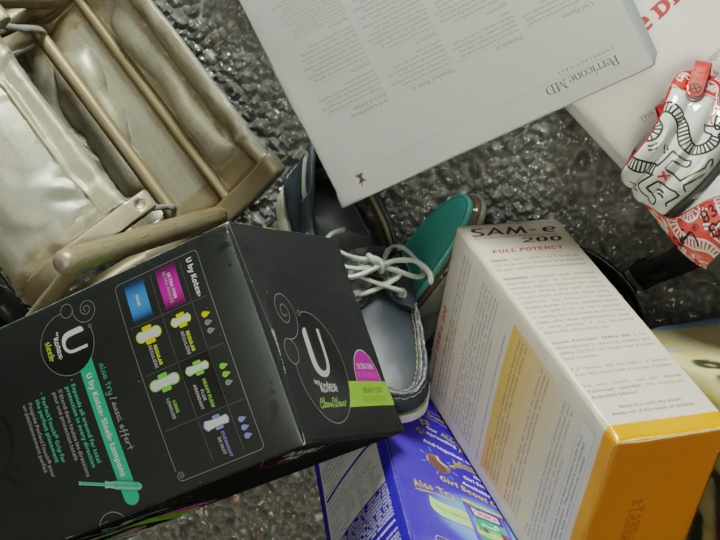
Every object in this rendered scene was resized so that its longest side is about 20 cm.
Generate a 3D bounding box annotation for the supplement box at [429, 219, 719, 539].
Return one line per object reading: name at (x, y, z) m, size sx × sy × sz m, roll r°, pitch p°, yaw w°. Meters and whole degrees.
supplement box at (0.115, 0.076, 0.820) m, size 0.073 × 0.200 × 0.126 m, roll -5°, pitch 127°, yaw -21°

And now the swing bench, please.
swing bench at (-0.191, -0.082, 0.887) m, size 0.199 × 0.200 × 0.130 m, roll 53°, pitch 131°, yaw 5°

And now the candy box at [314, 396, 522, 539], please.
candy box at (0.062, 0.162, 0.863) m, size 0.169 × 0.200 × 0.077 m, roll 31°, pitch 109°, yaw -20°

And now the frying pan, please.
frying pan at (0.145, 0.004, 0.891) m, size 0.115 × 0.031 × 0.190 m, roll 36°, pitch 131°, yaw 9°

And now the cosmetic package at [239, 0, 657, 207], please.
cosmetic package at (0.046, -0.145, 0.816) m, size 0.200 × 0.052 × 0.151 m, roll -23°, pitch 98°, yaw 19°

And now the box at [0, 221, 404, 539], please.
box at (-0.104, 0.070, 0.793) m, size 0.200 × 0.149 × 0.124 m, roll -24°, pitch 79°, yaw 18°

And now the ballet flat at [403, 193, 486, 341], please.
ballet flat at (0.032, 0.036, 0.945) m, size 0.064 × 0.067 × 0.200 m, roll 31°, pitch 108°, yaw -26°

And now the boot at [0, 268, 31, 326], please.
boot at (-0.323, 0.013, 0.988) m, size 0.158 × 0.079 × 0.211 m, roll -40°, pitch 93°, yaw 16°

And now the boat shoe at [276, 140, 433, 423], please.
boat shoe at (0.000, 0.000, 0.881) m, size 0.075 × 0.200 × 0.062 m, roll 0°, pitch 140°, yaw -20°

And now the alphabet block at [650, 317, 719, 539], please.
alphabet block at (0.267, 0.136, 0.809) m, size 0.195 × 0.200 × 0.197 m, roll -10°, pitch 103°, yaw -20°

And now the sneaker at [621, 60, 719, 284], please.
sneaker at (0.235, -0.093, 0.782) m, size 0.108 × 0.067 × 0.201 m, roll 45°, pitch 95°, yaw 13°

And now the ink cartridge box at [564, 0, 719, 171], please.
ink cartridge box at (0.225, -0.099, 0.861) m, size 0.147 × 0.083 × 0.200 m, roll -42°, pitch 92°, yaw 16°
